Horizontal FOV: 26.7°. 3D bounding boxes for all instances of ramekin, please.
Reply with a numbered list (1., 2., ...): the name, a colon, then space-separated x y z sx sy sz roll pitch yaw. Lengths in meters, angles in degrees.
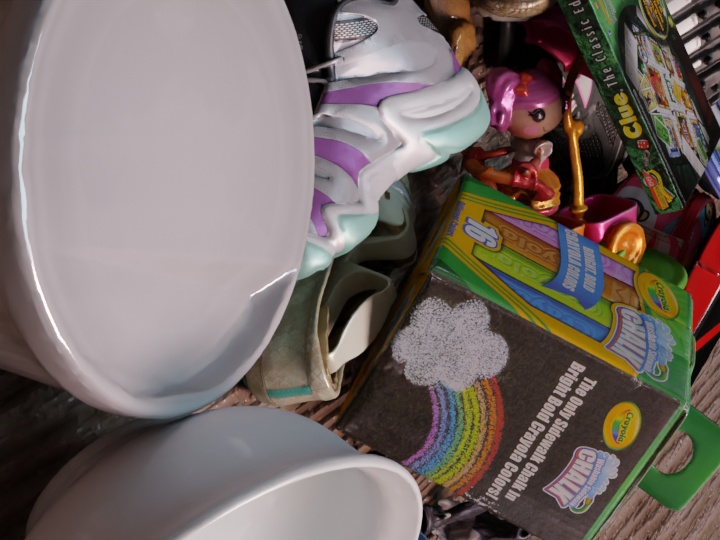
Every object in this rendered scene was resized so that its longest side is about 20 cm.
1. ramekin: -0.107 -0.044 0.612 0.202 0.094 0.203 -7 98 -61

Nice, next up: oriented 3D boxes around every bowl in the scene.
1. bowl: -0.078 0.125 0.643 0.201 0.090 0.201 -29 146 -22

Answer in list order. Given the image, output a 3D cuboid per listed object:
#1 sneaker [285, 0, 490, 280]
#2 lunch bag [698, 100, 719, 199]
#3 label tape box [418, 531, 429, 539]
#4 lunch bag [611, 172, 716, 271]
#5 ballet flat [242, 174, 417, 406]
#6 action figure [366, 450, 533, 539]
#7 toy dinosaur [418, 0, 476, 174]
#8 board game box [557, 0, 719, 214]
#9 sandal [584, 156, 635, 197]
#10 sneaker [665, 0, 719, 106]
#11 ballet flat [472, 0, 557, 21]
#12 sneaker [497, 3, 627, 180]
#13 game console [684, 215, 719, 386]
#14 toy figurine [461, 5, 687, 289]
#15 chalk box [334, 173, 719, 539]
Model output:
1. sneaker: -0.031 -0.087 0.785 0.200 0.078 0.140 -43 110 -36
2. lunch bag: 0.243 -0.155 1.096 0.201 0.082 0.161 63 11 -10
3. label tape box: 0.000 0.234 0.800 0.144 0.063 0.200 -37 131 -15
4. lunch bag: 0.200 0.034 1.146 0.201 0.082 0.176 -63 161 -4
5. ballet flat: 0.000 0.000 0.842 0.200 0.062 0.068 -63 140 -37
6. action figure: 0.081 0.123 0.965 0.200 0.102 0.119 1 89 -46
7. toy dinosaur: 0.054 -0.137 0.932 0.106 0.060 0.201 -40 126 -55
8. board game box: 0.157 -0.143 0.898 0.105 0.023 0.201 -48 116 -48
9. sandal: 0.205 -0.115 1.188 0.082 0.054 0.201 108 -6 -65
10. sneaker: 0.181 -0.196 0.988 0.200 0.066 0.091 60 0 -18
11. ballet flat: 0.095 -0.194 0.946 0.200 0.070 0.065 -84 179 -51
12. sneaker: 0.131 -0.141 1.064 0.086 0.080 0.200 -53 131 -37
13. game console: 0.244 0.036 1.103 0.177 0.031 0.200 -64 162 17
14. toy figurine: 0.116 -0.073 0.965 0.199 0.150 0.185 -17 113 -35
15. chalk box: 0.109 0.062 0.851 0.125 0.199 0.124 -60 -176 31
